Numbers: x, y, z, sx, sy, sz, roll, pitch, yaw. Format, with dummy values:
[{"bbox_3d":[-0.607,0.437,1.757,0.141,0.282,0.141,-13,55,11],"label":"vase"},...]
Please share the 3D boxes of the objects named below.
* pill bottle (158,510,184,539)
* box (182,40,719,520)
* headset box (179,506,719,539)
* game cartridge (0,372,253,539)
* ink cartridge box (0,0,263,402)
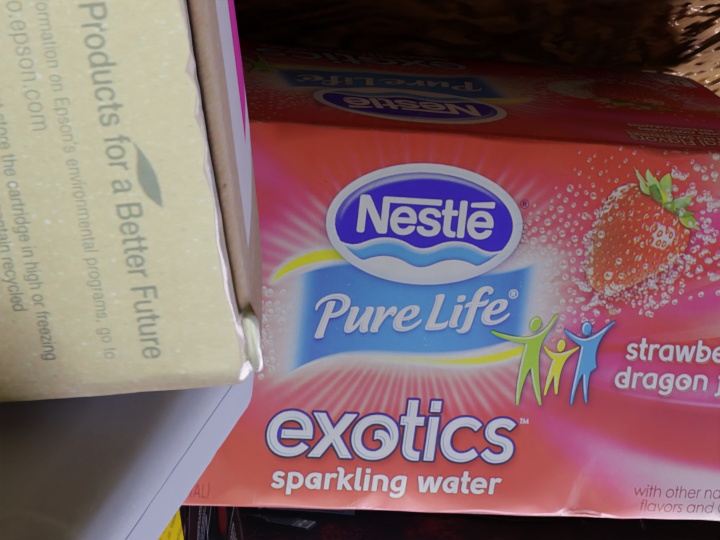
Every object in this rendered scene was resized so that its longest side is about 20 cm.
[{"bbox_3d":[-0.101,0.081,0.918,0.109,0.110,0.200,-11,157,18],"label":"pill bottle"},{"bbox_3d":[0.000,0.000,0.704,0.200,0.100,0.095,4,-165,-15],"label":"box"},{"bbox_3d":[0.024,0.060,0.811,0.148,0.200,0.075,2,119,-10],"label":"headset box"},{"bbox_3d":[-0.132,0.019,0.589,0.200,0.133,0.042,16,138,18],"label":"game cartridge"},{"bbox_3d":[-0.108,-0.067,0.502,0.164,0.075,0.200,-4,131,1],"label":"ink cartridge box"}]
